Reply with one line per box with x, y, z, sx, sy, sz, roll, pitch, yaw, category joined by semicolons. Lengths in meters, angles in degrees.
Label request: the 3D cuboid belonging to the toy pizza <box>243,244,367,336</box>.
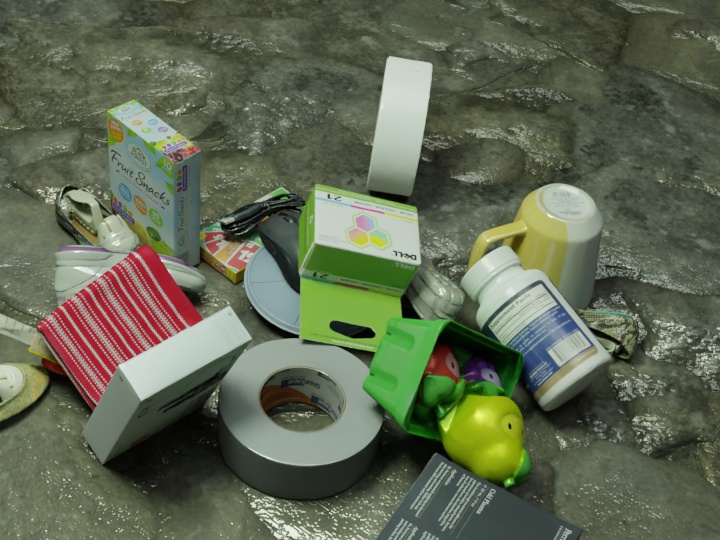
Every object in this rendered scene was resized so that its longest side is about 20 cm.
-0.060;0.023;1.577;0.199;0.032;0.201;6;44;-6;toy pizza

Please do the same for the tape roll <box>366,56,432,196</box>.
0.058;-0.216;1.741;0.070;0.203;0.203;9;41;0;tape roll

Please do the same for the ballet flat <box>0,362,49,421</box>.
-0.446;0.151;1.340;0.071;0.071;0.200;35;47;26;ballet flat

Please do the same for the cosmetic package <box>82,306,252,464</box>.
-0.221;0.132;1.302;0.150;0.200;0.052;-27;76;-34;cosmetic package

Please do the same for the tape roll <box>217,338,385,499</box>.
-0.072;0.174;1.383;0.199;0.066;0.201;5;41;-4;tape roll

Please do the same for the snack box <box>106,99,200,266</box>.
-0.278;-0.109;1.559;0.142;0.201;0.053;36;49;27;snack box

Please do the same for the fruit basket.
0.128;0.153;1.340;0.215;0.156;0.216;23;-2;1;fruit basket

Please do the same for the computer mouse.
-0.090;-0.043;1.577;0.138;0.053;0.200;-21;52;-31;computer mouse

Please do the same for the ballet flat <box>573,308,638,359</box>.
0.278;0.080;1.561;0.199;0.068;0.076;13;57;0;ballet flat

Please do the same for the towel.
-0.287;0.072;1.422;0.145;0.022;0.200;57;46;-11;towel

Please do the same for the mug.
0.259;-0.027;1.604;0.149;0.154;0.186;31;46;22;mug

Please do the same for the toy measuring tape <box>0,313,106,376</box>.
-0.391;0.077;1.401;0.199;0.074;0.074;26;35;-26;toy measuring tape

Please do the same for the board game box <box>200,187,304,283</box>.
-0.139;-0.057;1.660;0.095;0.030;0.200;36;46;25;board game box

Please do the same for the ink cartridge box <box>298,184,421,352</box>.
0.000;0.000;1.480;0.147;0.076;0.201;12;47;-15;ink cartridge box

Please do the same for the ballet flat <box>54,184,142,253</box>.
-0.356;-0.057;1.587;0.072;0.072;0.200;-29;54;-35;ballet flat

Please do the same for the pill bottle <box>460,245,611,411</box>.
0.219;0.070;1.483;0.111;0.111;0.200;-24;68;-32;pill bottle

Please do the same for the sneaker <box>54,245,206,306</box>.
-0.302;0.023;1.513;0.199;0.100;0.075;6;-3;-18;sneaker

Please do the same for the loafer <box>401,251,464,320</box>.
0.074;0.017;1.584;0.070;0.070;0.200;20;16;-29;loafer

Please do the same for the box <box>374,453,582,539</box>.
0.106;0.327;1.217;0.181;0.104;0.200;25;44;19;box
